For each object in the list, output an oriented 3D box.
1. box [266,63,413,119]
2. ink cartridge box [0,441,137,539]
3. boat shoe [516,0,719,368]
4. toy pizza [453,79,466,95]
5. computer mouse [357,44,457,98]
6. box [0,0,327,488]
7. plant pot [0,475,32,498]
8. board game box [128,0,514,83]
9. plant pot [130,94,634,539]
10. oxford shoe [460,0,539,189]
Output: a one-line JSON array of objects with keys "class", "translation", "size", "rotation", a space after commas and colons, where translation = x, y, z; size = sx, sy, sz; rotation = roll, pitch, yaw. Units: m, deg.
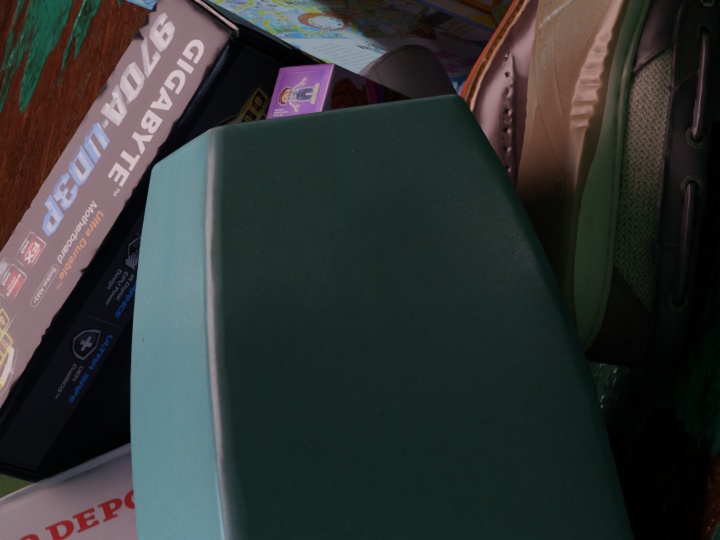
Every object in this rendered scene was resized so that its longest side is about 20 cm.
[{"class": "box", "translation": [0.007, 0.038, 1.087], "size": [0.039, 0.137, 0.201], "rotation": [2, 74, 54]}, {"class": "ink cartridge box", "translation": [-0.090, 0.183, 1.110], "size": [0.083, 0.146, 0.200], "rotation": [71, 176, -59]}, {"class": "boat shoe", "translation": [0.099, -0.062, 1.005], "size": [0.072, 0.065, 0.201], "rotation": [-22, 55, 64]}, {"class": "toy pizza", "translation": [0.071, -0.115, 1.222], "size": [0.200, 0.032, 0.201], "rotation": [-52, 25, 38]}, {"class": "computer mouse", "translation": [0.010, 0.010, 1.159], "size": [0.044, 0.109, 0.201], "rotation": [23, 111, 35]}, {"class": "box", "translation": [-0.070, -0.001, 1.160], "size": [0.046, 0.159, 0.200], "rotation": [37, 98, 35]}, {"class": "plant pot", "translation": [-0.187, 0.121, 1.379], "size": [0.200, 0.199, 0.191], "rotation": [-120, 35, -71]}, {"class": "board game box", "translation": [-0.008, -0.116, 1.182], "size": [0.200, 0.134, 0.034], "rotation": [-3, 68, 68]}, {"class": "plant pot", "translation": [-0.004, 0.050, 0.961], "size": [0.141, 0.141, 0.201], "rotation": [159, 101, -72]}, {"class": "oxford shoe", "translation": [0.086, -0.072, 1.067], "size": [0.072, 0.071, 0.201], "rotation": [6, 83, 64]}]
